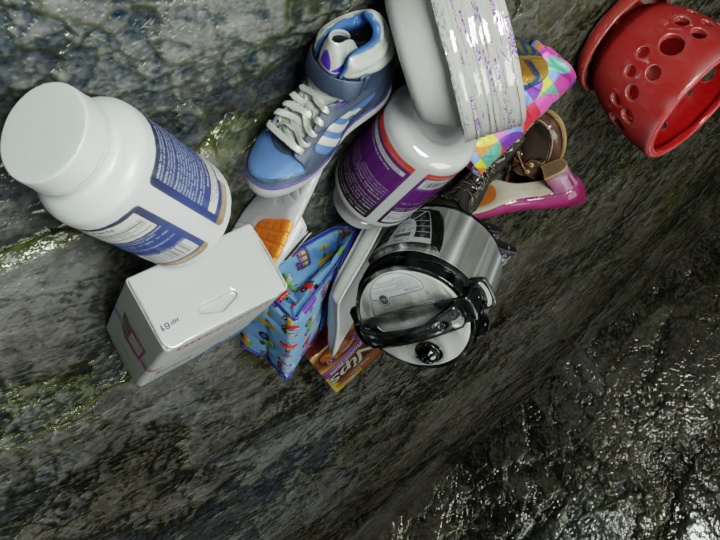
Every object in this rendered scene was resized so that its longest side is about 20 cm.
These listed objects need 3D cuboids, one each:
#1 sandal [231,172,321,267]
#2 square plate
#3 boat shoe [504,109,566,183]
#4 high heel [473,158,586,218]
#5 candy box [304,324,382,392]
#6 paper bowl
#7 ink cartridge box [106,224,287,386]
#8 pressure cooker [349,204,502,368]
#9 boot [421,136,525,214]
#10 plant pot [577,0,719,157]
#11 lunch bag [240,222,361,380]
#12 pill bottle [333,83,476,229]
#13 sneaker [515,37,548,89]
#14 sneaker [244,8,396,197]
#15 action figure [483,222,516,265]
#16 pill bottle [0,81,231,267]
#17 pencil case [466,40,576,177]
[{"bbox_3d":[-0.082,-0.067,0.931,0.059,0.079,0.207,1,130,-53],"label":"sandal"},{"bbox_3d":[0.000,0.000,1.127,0.198,0.028,0.201,97,19,-64],"label":"square plate"},{"bbox_3d":[0.276,-0.173,1.298,0.070,0.070,0.201,-35,154,-18],"label":"boat shoe"},{"bbox_3d":[0.257,-0.108,1.293,0.199,0.068,0.096,-25,133,21],"label":"high heel"},{"bbox_3d":[-0.032,0.124,1.346,0.116,0.057,0.200,-40,157,-6],"label":"candy box"},{"bbox_3d":[0.088,-0.226,0.792,0.104,0.202,0.201,-16,157,9],"label":"paper bowl"},{"bbox_3d":[-0.183,0.041,0.872,0.144,0.085,0.200,-28,176,-28],"label":"ink cartridge box"},{"bbox_3d":[0.090,0.029,1.064,0.200,0.178,0.177,-58,172,-48],"label":"pressure cooker"},{"bbox_3d":[0.174,-0.143,1.188,0.175,0.069,0.200,-53,175,20],"label":"boot"},{"bbox_3d":[0.434,-0.297,1.195,0.200,0.183,0.201,-33,154,-19],"label":"plant pot"},{"bbox_3d":[-0.069,0.024,1.116,0.200,0.094,0.151,-45,160,-35],"label":"lunch bag"},{"bbox_3d":[0.042,-0.124,0.945,0.112,0.113,0.200,-24,172,-33],"label":"pill bottle"},{"bbox_3d":[0.142,-0.232,1.003,0.199,0.076,0.088,-16,155,-29],"label":"sneaker"},{"bbox_3d":[-0.046,-0.173,0.793,0.200,0.081,0.147,-42,163,-11],"label":"sneaker"},{"bbox_3d":[0.202,0.016,1.452,0.069,0.131,0.201,10,129,-18],"label":"action figure"},{"bbox_3d":[-0.204,-0.079,0.692,0.111,0.111,0.200,-44,156,5],"label":"pill bottle"},{"bbox_3d":[0.198,-0.219,1.098,0.200,0.088,0.088,-45,155,3],"label":"pencil case"}]
